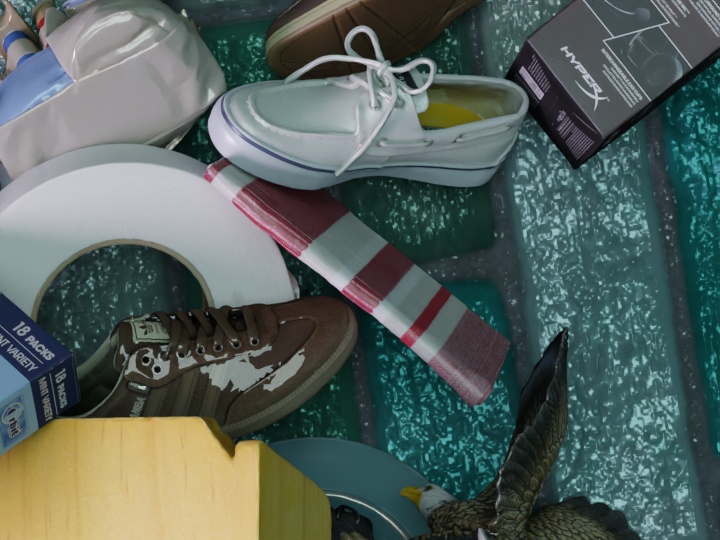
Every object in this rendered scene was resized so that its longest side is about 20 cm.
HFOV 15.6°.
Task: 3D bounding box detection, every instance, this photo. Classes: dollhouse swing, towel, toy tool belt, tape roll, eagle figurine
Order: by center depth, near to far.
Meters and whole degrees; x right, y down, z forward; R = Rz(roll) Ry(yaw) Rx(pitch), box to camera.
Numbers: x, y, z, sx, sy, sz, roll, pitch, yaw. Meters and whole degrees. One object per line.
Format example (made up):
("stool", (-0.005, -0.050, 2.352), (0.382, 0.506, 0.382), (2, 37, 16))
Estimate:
("dollhouse swing", (-0.086, 0.176, 1.444), (0.200, 0.176, 0.182), (-3, 83, 35))
("eagle figurine", (0.084, 0.139, 1.469), (0.200, 0.152, 0.151), (-29, 65, -27))
("towel", (0.000, 0.000, 1.506), (0.200, 0.144, 0.023), (39, 101, 1))
("tape roll", (-0.137, 0.026, 1.509), (0.202, 0.037, 0.203), (-4, 112, -11))
("toy tool belt", (-0.182, -0.099, 1.535), (0.200, 0.123, 0.125), (-31, 120, 2))

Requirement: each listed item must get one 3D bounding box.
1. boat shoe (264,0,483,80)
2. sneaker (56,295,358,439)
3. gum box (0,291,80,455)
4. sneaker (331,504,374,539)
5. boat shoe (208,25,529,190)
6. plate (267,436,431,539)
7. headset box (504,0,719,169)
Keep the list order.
("boat shoe", (0.027, -0.184, 1.567), (0.200, 0.072, 0.072), (-30, 57, 6))
("sneaker", (-0.100, 0.056, 1.465), (0.200, 0.071, 0.076), (-27, 125, 1))
("gum box", (-0.280, 0.064, 1.392), (0.200, 0.045, 0.170), (-36, 56, -26))
("sneaker", (-0.043, 0.160, 1.510), (0.200, 0.076, 0.091), (43, 76, -5))
("boat shoe", (0.014, -0.095, 1.498), (0.201, 0.086, 0.075), (4, 49, -32))
("plate", (-0.026, 0.198, 1.548), (0.199, 0.026, 0.201), (0, 85, -3))
("headset box", (0.187, -0.155, 1.522), (0.200, 0.149, 0.077), (-37, 88, -5))
